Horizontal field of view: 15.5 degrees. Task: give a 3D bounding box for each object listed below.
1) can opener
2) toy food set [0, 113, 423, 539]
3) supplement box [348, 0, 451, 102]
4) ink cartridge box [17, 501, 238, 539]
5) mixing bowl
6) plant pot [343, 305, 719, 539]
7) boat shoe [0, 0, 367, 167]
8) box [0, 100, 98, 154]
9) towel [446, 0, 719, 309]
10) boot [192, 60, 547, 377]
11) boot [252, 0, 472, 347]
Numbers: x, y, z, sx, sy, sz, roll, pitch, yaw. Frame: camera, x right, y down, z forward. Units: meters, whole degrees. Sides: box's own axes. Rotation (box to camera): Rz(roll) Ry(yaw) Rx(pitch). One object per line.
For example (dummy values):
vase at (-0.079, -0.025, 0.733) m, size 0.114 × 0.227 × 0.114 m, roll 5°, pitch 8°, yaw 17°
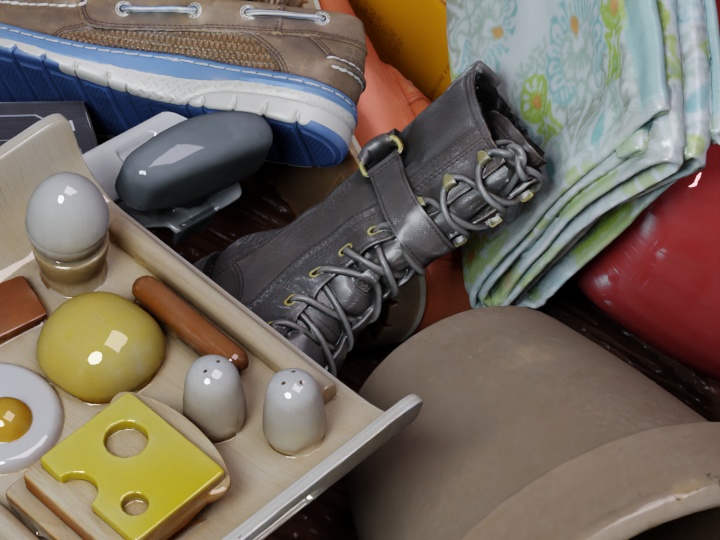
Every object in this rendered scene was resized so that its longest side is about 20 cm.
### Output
can opener at (-0.124, -0.018, 1.075) m, size 0.200 × 0.066 × 0.053 m, roll -32°, pitch 72°, yaw -34°
toy food set at (-0.097, 0.034, 0.967) m, size 0.143 × 0.060 × 0.200 m, roll -37°, pitch 58°, yaw -27°
supplement box at (0.078, -0.164, 1.335) m, size 0.200 × 0.074 × 0.126 m, roll -28°, pitch 69°, yaw -38°
ink cartridge box at (-0.075, 0.177, 0.939) m, size 0.146 × 0.084 × 0.200 m, roll -29°, pitch 54°, yaw -22°
mixing bowl at (0.150, -0.046, 1.179) m, size 0.108 × 0.200 × 0.200 m, roll 9°, pitch 50°, yaw -21°
plant pot at (0.079, 0.106, 1.056) m, size 0.200 × 0.200 × 0.175 m, roll -5°, pitch 39°, yaw -27°
boat shoe at (-0.091, -0.099, 1.182) m, size 0.200 × 0.072 × 0.072 m, roll 14°, pitch 69°, yaw 11°
box at (-0.169, 0.021, 1.096) m, size 0.158 × 0.048 × 0.200 m, roll -4°, pitch 55°, yaw -26°
towel at (0.089, -0.098, 1.139) m, size 0.048 × 0.171 × 0.200 m, roll 12°, pitch 59°, yaw -23°
boot at (0.000, 0.000, 1.071) m, size 0.069 × 0.174 × 0.200 m, roll 46°, pitch 19°, yaw -26°
boot at (0.013, -0.058, 1.229) m, size 0.107 × 0.075 × 0.200 m, roll -7°, pitch 63°, yaw -32°
